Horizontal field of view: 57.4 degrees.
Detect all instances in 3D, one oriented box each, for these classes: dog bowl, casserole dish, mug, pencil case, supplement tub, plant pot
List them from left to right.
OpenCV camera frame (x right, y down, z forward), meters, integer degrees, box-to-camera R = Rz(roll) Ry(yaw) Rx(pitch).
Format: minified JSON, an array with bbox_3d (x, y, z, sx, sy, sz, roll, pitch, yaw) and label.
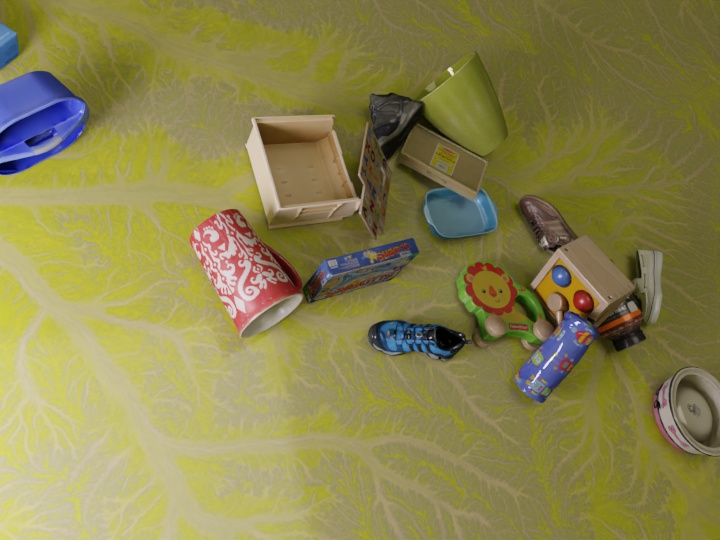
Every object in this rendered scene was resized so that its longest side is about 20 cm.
[{"bbox_3d":[-0.207,0.004,1.197,0.133,0.178,0.201,-36,79,4],"label":"mug"},{"bbox_3d":[0.221,-0.126,1.483,0.198,0.039,0.122,-8,71,-28],"label":"casserole dish"},{"bbox_3d":[0.252,-0.372,1.545,0.200,0.187,0.187,50,56,-14],"label":"plant pot"},{"bbox_3d":[0.401,0.172,1.347,0.078,0.201,0.087,27,16,-28],"label":"pencil case"},{"bbox_3d":[0.576,0.082,1.510,0.106,0.107,0.201,-18,75,-30],"label":"supplement tub"},{"bbox_3d":[0.759,0.327,1.502,0.198,0.074,0.202,9,64,-20],"label":"dog bowl"}]

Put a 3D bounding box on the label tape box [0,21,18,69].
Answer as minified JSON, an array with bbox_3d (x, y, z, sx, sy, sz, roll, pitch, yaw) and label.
[{"bbox_3d":[-0.739,-0.420,1.162,0.199,0.066,0.144,34,57,-4],"label":"label tape box"}]

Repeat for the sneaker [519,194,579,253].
[{"bbox_3d":[0.445,-0.092,1.552,0.200,0.070,0.076,44,58,0],"label":"sneaker"}]

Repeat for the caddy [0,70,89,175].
[{"bbox_3d":[-0.560,-0.243,1.117,0.105,0.142,0.200,45,57,7],"label":"caddy"}]

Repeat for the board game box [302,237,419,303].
[{"bbox_3d":[0.000,0.000,1.266,0.198,0.135,0.035,-15,73,-29],"label":"board game box"}]

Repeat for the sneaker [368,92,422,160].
[{"bbox_3d":[0.043,-0.321,1.475,0.114,0.076,0.200,30,73,17],"label":"sneaker"}]

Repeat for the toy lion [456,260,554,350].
[{"bbox_3d":[0.306,0.069,1.425,0.198,0.069,0.193,7,57,-22],"label":"toy lion"}]

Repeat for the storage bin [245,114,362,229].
[{"bbox_3d":[-0.112,-0.202,1.332,0.197,0.094,0.202,-10,71,-28],"label":"storage bin"}]

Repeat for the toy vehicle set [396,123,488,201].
[{"bbox_3d":[0.190,-0.251,1.505,0.199,0.027,0.125,28,49,-2],"label":"toy vehicle set"}]

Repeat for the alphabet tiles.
[{"bbox_3d":[0.028,-0.175,1.362,0.007,0.167,0.202,-3,60,20],"label":"alphabet tiles"}]

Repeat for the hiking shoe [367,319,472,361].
[{"bbox_3d":[0.113,0.126,1.288,0.198,0.087,0.075,8,64,-21],"label":"hiking shoe"}]

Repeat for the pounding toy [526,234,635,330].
[{"bbox_3d":[0.463,0.071,1.435,0.141,0.201,0.185,-22,63,-31],"label":"pounding toy"}]

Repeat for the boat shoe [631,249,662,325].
[{"bbox_3d":[0.700,0.040,1.620,0.066,0.074,0.201,10,60,11],"label":"boat shoe"}]
